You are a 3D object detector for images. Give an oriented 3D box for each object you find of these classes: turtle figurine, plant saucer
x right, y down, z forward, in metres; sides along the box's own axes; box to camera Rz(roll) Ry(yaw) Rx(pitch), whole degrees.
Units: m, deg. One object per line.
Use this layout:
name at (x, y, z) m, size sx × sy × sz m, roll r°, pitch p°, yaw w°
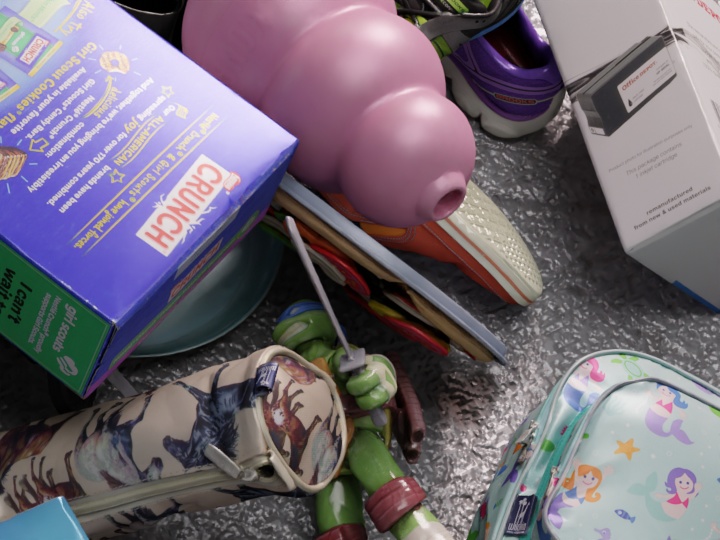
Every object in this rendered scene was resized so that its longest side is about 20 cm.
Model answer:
turtle figurine at (-0.034, 0.104, 1.330) m, size 0.144 × 0.200 × 0.194 m, roll -28°, pitch 71°, yaw 7°
plant saucer at (-0.145, -0.030, 1.446) m, size 0.199 × 0.027 × 0.201 m, roll 7°, pitch 57°, yaw -12°

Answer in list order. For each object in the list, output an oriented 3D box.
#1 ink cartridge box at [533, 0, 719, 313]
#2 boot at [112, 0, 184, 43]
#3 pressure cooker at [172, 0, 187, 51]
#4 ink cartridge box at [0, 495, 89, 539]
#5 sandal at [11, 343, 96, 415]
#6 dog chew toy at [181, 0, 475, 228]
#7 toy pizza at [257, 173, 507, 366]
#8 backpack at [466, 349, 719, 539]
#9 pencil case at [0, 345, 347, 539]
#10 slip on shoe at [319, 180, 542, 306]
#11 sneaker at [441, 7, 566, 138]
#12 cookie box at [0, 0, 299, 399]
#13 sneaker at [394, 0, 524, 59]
ink cartridge box at (0.199, -0.092, 1.515) m, size 0.145 × 0.084 × 0.200 m, roll 29°, pitch 39°, yaw -54°
boot at (-0.202, -0.143, 1.401) m, size 0.199 × 0.138 × 0.078 m, roll 5°, pitch 57°, yaw -12°
pressure cooker at (-0.099, -0.232, 1.499) m, size 0.178 × 0.176 × 0.200 m, roll 5°, pitch 55°, yaw 6°
ink cartridge box at (-0.172, 0.249, 1.190) m, size 0.146 × 0.147 × 0.200 m, roll -22°, pitch 67°, yaw -28°
sandal at (-0.177, 0.003, 1.368) m, size 0.048 × 0.075 × 0.201 m, roll -11°, pitch 52°, yaw 6°
dog chew toy at (-0.011, -0.101, 1.334) m, size 0.124 × 0.125 × 0.200 m, roll -24°, pitch 56°, yaw -28°
toy pizza at (0.000, 0.000, 1.390) m, size 0.200 × 0.200 × 0.032 m, roll 37°, pitch 89°, yaw 8°
backpack at (0.158, 0.144, 1.362) m, size 0.177 × 0.151 × 0.200 m, roll 28°, pitch 48°, yaw -4°
pencil case at (-0.110, 0.101, 1.265) m, size 0.078 × 0.200 × 0.089 m, roll 67°, pitch 25°, yaw -11°
slip on shoe at (0.027, -0.039, 1.488) m, size 0.200 × 0.061 × 0.074 m, roll 35°, pitch 21°, yaw -2°
sneaker at (0.062, -0.179, 1.569) m, size 0.200 × 0.083 × 0.081 m, roll 41°, pitch 56°, yaw 11°
cookie box at (-0.164, -0.059, 1.266) m, size 0.200 × 0.075 × 0.171 m, roll 37°, pitch 51°, yaw 8°
sneaker at (0.033, -0.151, 1.458) m, size 0.071 × 0.083 × 0.200 m, roll 44°, pitch 64°, yaw 11°
